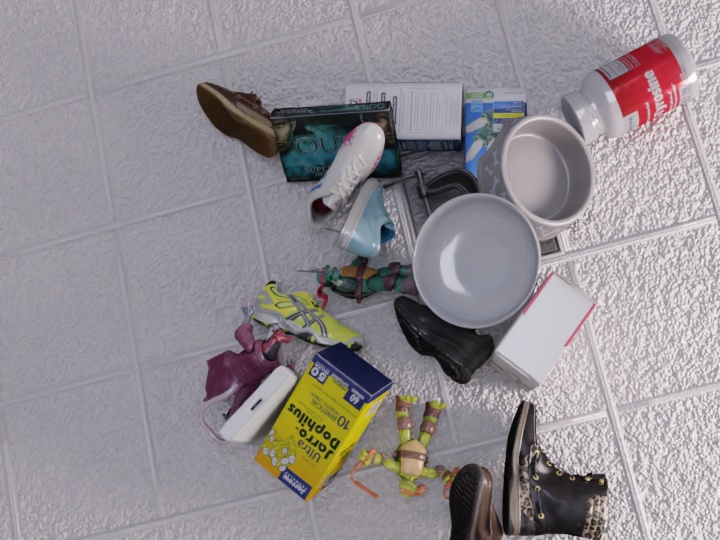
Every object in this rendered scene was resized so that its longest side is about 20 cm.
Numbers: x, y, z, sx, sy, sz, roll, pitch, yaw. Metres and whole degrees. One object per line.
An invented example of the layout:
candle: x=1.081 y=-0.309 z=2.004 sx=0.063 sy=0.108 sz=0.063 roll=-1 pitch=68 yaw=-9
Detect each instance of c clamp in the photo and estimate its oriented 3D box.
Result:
c clamp: x=0.136 y=-0.077 z=1.555 sx=0.169 sy=0.027 sz=0.203 roll=-24 pitch=83 yaw=36

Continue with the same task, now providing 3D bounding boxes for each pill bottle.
pill bottle: x=0.425 y=-0.283 z=1.539 sx=0.198 sy=0.112 sz=0.114 roll=-27 pitch=76 yaw=2

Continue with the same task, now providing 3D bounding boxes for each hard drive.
hard drive: x=-0.138 y=0.209 z=1.472 sx=0.026 sy=0.200 sz=0.132 roll=43 pitch=86 yaw=14

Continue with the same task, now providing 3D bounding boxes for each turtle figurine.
turtle figurine: x=0.090 y=0.282 z=1.494 sx=0.196 sy=0.064 sz=0.164 roll=11 pitch=75 yaw=2
turtle figurine: x=0.000 y=0.000 z=1.553 sx=0.196 sy=0.102 sz=0.151 roll=4 pitch=38 yaw=7

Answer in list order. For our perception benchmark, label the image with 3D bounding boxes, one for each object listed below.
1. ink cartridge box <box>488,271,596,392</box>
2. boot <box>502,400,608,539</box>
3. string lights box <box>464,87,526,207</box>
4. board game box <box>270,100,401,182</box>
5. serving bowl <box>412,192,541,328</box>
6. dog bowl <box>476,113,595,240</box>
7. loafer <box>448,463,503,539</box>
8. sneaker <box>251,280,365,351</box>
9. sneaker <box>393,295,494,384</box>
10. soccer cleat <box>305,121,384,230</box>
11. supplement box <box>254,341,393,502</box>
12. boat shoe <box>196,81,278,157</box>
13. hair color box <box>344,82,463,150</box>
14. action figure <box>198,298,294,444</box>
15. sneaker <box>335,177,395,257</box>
ink cartridge box: x=0.266 y=0.096 z=1.439 sx=0.082 sy=0.200 sz=0.147 roll=36 pitch=85 yaw=10
boot: x=0.294 y=0.305 z=1.456 sx=0.148 sy=0.073 sz=0.203 roll=8 pitch=66 yaw=2
string lights box: x=0.220 y=-0.192 z=1.576 sx=0.101 sy=0.059 sz=0.204 roll=0 pitch=79 yaw=7
board game box: x=-0.038 y=-0.208 z=1.578 sx=0.196 sy=0.137 sz=0.028 roll=-2 pitch=44 yaw=12
serving bowl: x=0.182 y=-0.013 z=1.468 sx=0.197 sy=0.066 sz=0.204 roll=-2 pitch=85 yaw=23
dog bowl: x=0.280 y=-0.151 z=1.510 sx=0.197 sy=0.059 sz=0.204 roll=4 pitch=80 yaw=-23
loafer: x=0.174 y=0.372 z=1.436 sx=0.070 sy=0.073 sz=0.203 roll=-6 pitch=116 yaw=-22
sneaker: x=-0.083 y=0.075 z=1.557 sx=0.197 sy=0.075 sz=0.077 roll=20 pitch=82 yaw=10
sneaker: x=0.129 y=0.095 z=1.508 sx=0.090 sy=0.077 sz=0.200 roll=-36 pitch=49 yaw=-17
soccer cleat: x=-0.023 y=-0.145 z=1.548 sx=0.069 sy=0.087 sz=0.201 roll=27 pitch=126 yaw=-17
supplement box: x=-0.055 y=0.228 z=1.472 sx=0.108 sy=0.109 sz=0.202 roll=34 pitch=106 yaw=14
boat shoe: x=-0.197 y=-0.269 z=1.658 sx=0.199 sy=0.073 sz=0.072 roll=34 pitch=54 yaw=24
hair color box: x=0.072 y=-0.256 z=1.611 sx=0.196 sy=0.061 sz=0.102 roll=2 pitch=79 yaw=8
action figure: x=-0.179 y=0.148 z=1.501 sx=0.134 sy=0.149 sz=0.200 roll=42 pitch=129 yaw=-5
sneaker: x=0.018 y=-0.076 z=1.538 sx=0.081 sy=0.201 sz=0.074 roll=28 pitch=126 yaw=-2
